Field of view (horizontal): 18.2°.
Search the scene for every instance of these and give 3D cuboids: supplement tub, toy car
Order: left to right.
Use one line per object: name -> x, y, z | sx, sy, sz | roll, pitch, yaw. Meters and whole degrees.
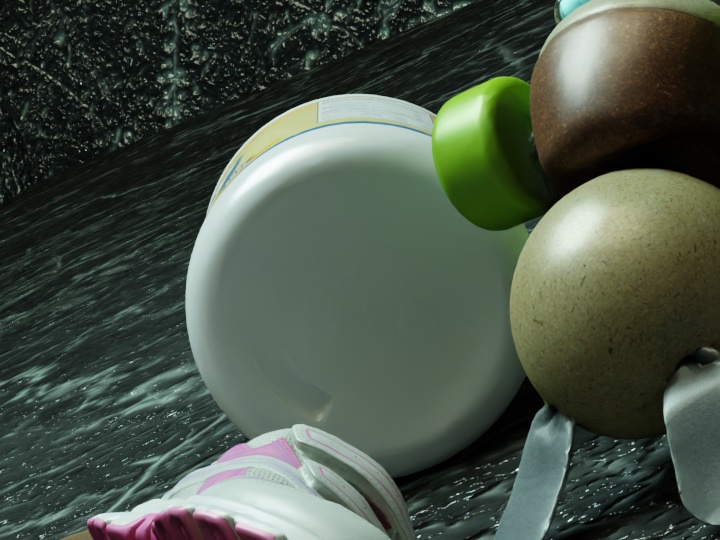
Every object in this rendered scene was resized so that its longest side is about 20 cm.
supplement tub -> 0.000, 0.000, 0.978 | 0.144, 0.146, 0.200 | -24, 9, 3
toy car -> 0.110, 0.016, 0.775 | 0.163, 0.158, 0.201 | -22, 37, 38

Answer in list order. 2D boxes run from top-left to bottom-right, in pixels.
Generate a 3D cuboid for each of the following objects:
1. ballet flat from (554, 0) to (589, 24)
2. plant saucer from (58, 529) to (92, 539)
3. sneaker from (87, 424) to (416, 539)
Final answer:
ballet flat -> 0.273, -0.269, 2.065 | 0.199, 0.068, 0.075 | -24, -7, 20
plant saucer -> -0.139, 0.148, 0.881 | 0.199, 0.030, 0.200 | -24, 9, 4
sneaker -> -0.021, 0.089, 0.732 | 0.088, 0.082, 0.200 | -29, 11, -20
